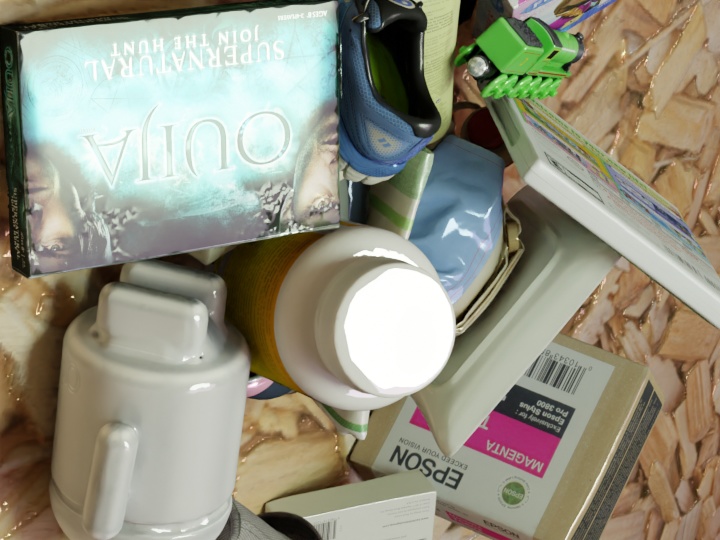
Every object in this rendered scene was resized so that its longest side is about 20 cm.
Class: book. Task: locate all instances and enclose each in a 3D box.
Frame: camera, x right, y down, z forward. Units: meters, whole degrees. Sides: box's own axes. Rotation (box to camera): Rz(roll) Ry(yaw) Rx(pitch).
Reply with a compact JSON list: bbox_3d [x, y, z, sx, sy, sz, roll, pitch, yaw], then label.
[{"bbox_3d":[-0.015,0.258,1.621,0.133,0.048,0.201,-9,122,-25],"label":"book"}]

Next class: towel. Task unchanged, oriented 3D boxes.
[{"bbox_3d":[0.000,0.000,1.431,0.023,0.153,0.201,11,102,-20],"label":"towel"}]

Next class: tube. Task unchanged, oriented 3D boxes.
[{"bbox_3d":[0.037,-0.155,1.402,0.058,0.052,0.200,-53,162,-19],"label":"tube"}]

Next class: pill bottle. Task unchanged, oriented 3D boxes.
[{"bbox_3d":[-0.018,0.023,1.270,0.109,0.200,0.110,-3,97,-22],"label":"pill bottle"}]

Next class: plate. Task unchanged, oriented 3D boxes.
[{"bbox_3d":[0.097,0.023,1.566,0.200,0.032,0.200,-51,-161,6],"label":"plate"}]

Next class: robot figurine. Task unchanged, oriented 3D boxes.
[{"bbox_3d":[-0.128,0.096,1.259,0.170,0.112,0.201,-50,152,-64],"label":"robot figurine"}]

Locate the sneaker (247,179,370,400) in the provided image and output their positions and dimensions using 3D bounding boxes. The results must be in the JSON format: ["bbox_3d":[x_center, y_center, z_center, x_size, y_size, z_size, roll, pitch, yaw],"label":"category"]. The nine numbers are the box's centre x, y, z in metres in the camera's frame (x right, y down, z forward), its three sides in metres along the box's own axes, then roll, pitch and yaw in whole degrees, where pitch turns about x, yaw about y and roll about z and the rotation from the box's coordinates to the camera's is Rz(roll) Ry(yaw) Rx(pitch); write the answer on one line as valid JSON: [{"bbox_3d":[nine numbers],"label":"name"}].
[{"bbox_3d":[-0.048,-0.007,1.388,0.082,0.070,0.201,-9,113,-59],"label":"sneaker"}]

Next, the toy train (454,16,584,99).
[{"bbox_3d":[0.118,-0.151,1.475,0.056,0.042,0.200,-43,170,17],"label":"toy train"}]

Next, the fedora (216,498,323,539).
[{"bbox_3d":[-0.119,0.214,1.343,0.090,0.199,0.177,48,28,-28],"label":"fedora"}]

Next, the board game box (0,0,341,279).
[{"bbox_3d":[-0.101,-0.077,1.158,0.199,0.028,0.136,-11,108,-31],"label":"board game box"}]

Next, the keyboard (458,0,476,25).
[{"bbox_3d":[0.022,-0.194,1.437,0.200,0.040,0.104,-30,150,-47],"label":"keyboard"}]

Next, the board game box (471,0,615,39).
[{"bbox_3d":[0.177,-0.229,1.502,0.199,0.041,0.200,-32,174,-2],"label":"board game box"}]

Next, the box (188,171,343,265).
[{"bbox_3d":[-0.050,-0.089,1.295,0.200,0.068,0.083,-34,148,-43],"label":"box"}]

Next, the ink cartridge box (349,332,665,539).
[{"bbox_3d":[0.116,0.126,1.657,0.165,0.199,0.075,-62,153,-15],"label":"ink cartridge box"}]

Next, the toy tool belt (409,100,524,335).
[{"bbox_3d":[0.060,-0.045,1.512,0.201,0.124,0.123,-64,162,-12],"label":"toy tool belt"}]

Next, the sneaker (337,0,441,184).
[{"bbox_3d":[-0.002,-0.157,1.236,0.078,0.089,0.201,-22,88,-43],"label":"sneaker"}]

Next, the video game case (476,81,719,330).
[{"bbox_3d":[0.176,-0.053,1.500,0.022,0.200,0.182,-49,-158,16],"label":"video game case"}]
